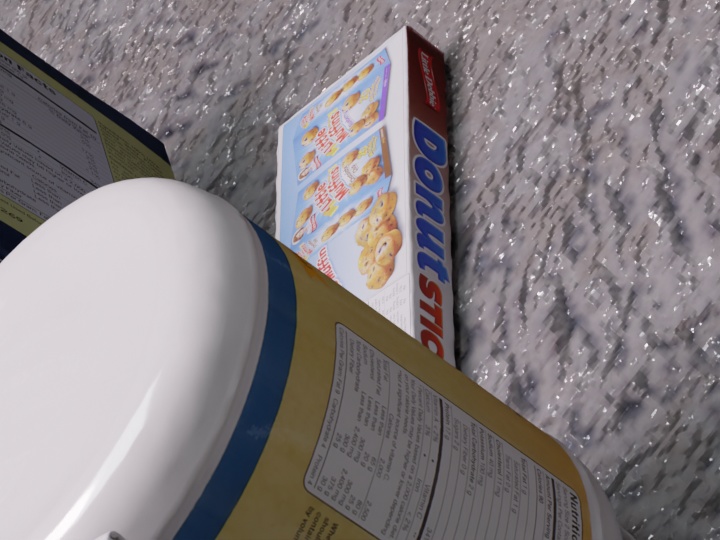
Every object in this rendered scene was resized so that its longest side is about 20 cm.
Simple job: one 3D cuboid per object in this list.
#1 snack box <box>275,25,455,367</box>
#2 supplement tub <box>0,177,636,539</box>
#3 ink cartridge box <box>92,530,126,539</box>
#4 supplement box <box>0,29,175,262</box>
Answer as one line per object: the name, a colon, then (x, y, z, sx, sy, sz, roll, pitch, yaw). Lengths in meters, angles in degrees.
snack box: (0.000, 0.000, 1.025, 0.072, 0.024, 0.201, -37, 34, 30)
supplement tub: (-0.019, 0.083, 0.785, 0.144, 0.200, 0.145, -35, 34, 29)
ink cartridge box: (-0.116, 0.169, 0.665, 0.199, 0.084, 0.145, -32, 21, 29)
supplement box: (-0.169, 0.033, 1.074, 0.200, 0.134, 0.200, -45, 31, 15)
